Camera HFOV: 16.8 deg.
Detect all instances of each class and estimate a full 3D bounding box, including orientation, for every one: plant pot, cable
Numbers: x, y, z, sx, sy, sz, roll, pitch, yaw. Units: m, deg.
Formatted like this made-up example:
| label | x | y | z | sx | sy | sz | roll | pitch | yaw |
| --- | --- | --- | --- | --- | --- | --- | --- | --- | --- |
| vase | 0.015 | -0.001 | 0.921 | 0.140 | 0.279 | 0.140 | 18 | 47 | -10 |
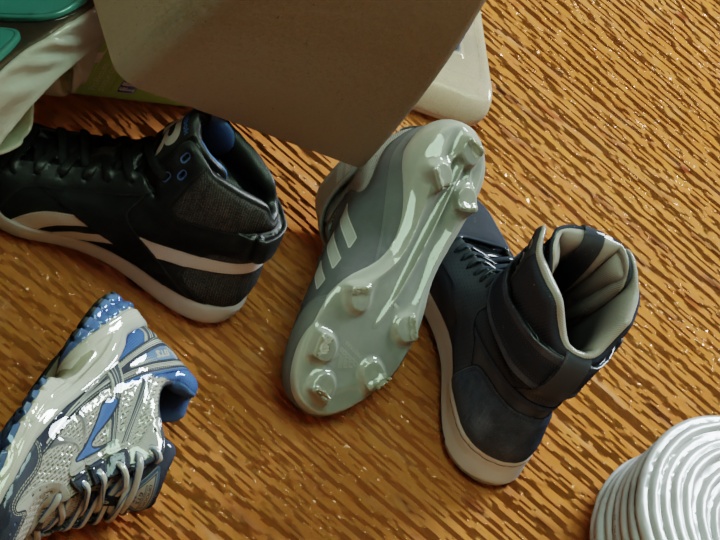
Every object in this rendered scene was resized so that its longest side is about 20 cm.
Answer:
| label | x | y | z | sx | sy | sz | roll | pitch | yaw |
| --- | --- | --- | --- | --- | --- | --- | --- | --- | --- |
| plant pot | -0.028 | -0.205 | 1.324 | 0.199 | 0.177 | 0.201 | 18 | 44 | -47 |
| cable | 0.223 | 0.175 | 1.374 | 0.199 | 0.069 | 0.200 | 34 | 41 | -2 |

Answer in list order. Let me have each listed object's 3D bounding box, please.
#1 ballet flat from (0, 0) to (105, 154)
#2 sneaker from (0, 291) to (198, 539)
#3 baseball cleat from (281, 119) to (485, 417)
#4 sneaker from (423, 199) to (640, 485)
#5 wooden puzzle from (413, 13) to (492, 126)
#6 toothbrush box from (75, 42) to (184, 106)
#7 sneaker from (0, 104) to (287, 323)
| label | x | y | z | sx | sy | sz | roll | pitch | yaw |
| --- | --- | --- | --- | --- | --- | --- | --- | --- | --- |
| ballet flat | -0.179 | -0.110 | 1.292 | 0.069 | 0.070 | 0.200 | 37 | 41 | 2 |
| sneaker | -0.135 | 0.092 | 1.209 | 0.085 | 0.077 | 0.200 | 37 | 41 | -5 |
| baseball cleat | 0.000 | 0.000 | 1.397 | 0.070 | 0.106 | 0.201 | 49 | 62 | -28 |
| sneaker | 0.093 | 0.000 | 1.396 | 0.076 | 0.147 | 0.203 | 10 | 45 | -24 |
| wooden puzzle | 0.003 | -0.201 | 1.599 | 0.184 | 0.046 | 0.201 | 18 | 44 | -19 |
| toothbrush box | -0.154 | -0.183 | 1.444 | 0.199 | 0.086 | 0.146 | 5 | 51 | -32 |
| sneaker | -0.131 | -0.061 | 1.324 | 0.199 | 0.112 | 0.073 | 27 | 40 | -10 |
